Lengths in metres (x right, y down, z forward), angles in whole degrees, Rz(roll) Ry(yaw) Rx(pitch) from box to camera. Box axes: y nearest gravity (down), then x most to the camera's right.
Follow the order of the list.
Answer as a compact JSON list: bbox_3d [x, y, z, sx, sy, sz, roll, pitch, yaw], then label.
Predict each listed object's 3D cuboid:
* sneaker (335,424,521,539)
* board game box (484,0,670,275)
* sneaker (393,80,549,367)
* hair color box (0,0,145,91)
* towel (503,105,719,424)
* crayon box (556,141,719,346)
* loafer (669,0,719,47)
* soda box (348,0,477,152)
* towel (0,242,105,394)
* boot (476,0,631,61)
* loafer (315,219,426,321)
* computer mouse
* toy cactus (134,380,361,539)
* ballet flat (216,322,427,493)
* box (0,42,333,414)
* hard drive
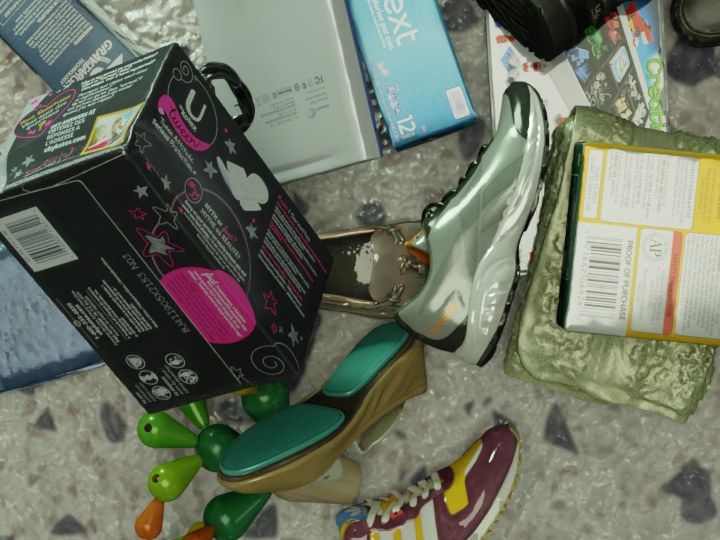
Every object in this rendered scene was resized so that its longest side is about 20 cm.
[{"bbox_3d":[0.034,0.181,1.276,0.090,0.075,0.200,34,92,-3],"label":"sneaker"},{"bbox_3d":[0.156,-0.099,1.281,0.126,0.035,0.201,-3,92,3],"label":"board game box"},{"bbox_3d":[0.079,-0.039,1.215,0.079,0.074,0.201,16,74,4],"label":"sneaker"},{"bbox_3d":[-0.194,-0.151,1.265,0.200,0.100,0.061,45,94,6],"label":"hair color box"},{"bbox_3d":[0.188,-0.004,1.247,0.148,0.036,0.201,13,93,1],"label":"towel"},{"bbox_3d":[0.237,-0.014,1.203,0.199,0.052,0.126,6,93,-1],"label":"crayon box"},{"bbox_3d":[0.308,-0.218,1.250,0.200,0.072,0.073,-29,90,5],"label":"loafer"},{"bbox_3d":[0.021,-0.189,1.271,0.064,0.068,0.201,-19,90,4],"label":"soda box"},{"bbox_3d":[-0.271,0.035,1.306,0.199,0.049,0.112,-15,91,5],"label":"towel"},{"bbox_3d":[0.135,-0.250,1.254,0.158,0.080,0.211,-35,66,-12],"label":"boot"},{"bbox_3d":[0.000,0.000,1.266,0.199,0.063,0.072,-2,87,13],"label":"loafer"},{"bbox_3d":[-0.103,-0.078,1.236,0.058,0.200,0.034,-12,56,-15],"label":"computer mouse"},{"bbox_3d":[-0.084,0.135,1.287,0.164,0.102,0.201,16,90,-16],"label":"toy cactus"},{"bbox_3d":[-0.016,0.109,1.237,0.068,0.200,0.063,8,125,43],"label":"ballet flat"},{"bbox_3d":[-0.129,-0.024,1.163,0.132,0.115,0.200,-16,126,29],"label":"box"},{"bbox_3d":[-0.058,-0.163,1.262,0.132,0.025,0.201,-12,91,44],"label":"hard drive"}]
